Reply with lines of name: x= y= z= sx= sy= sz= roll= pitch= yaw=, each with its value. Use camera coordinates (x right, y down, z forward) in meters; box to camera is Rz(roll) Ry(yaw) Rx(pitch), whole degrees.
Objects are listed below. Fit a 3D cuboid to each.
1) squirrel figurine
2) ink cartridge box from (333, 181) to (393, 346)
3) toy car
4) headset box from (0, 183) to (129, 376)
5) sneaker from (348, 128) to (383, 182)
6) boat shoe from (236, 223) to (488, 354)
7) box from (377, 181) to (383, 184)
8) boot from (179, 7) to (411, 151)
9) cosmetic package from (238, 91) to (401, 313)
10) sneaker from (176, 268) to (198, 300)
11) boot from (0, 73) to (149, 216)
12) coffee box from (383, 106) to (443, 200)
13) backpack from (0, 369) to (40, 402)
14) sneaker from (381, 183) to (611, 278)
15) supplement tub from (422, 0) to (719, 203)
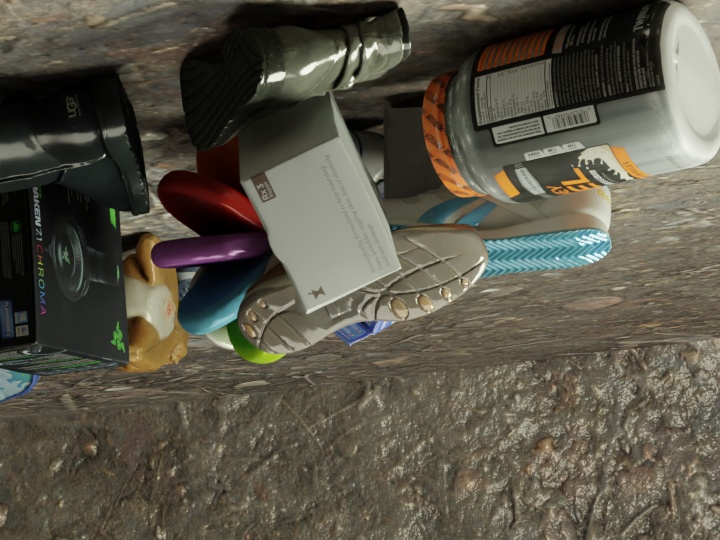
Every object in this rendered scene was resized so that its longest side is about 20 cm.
squirrel figurine: x=-0.288 y=0.047 z=2.136 sx=0.187 sy=0.142 sz=0.200 roll=0 pitch=165 yaw=14
ink cartridge box: x=0.015 y=-0.013 z=1.823 sx=0.200 sy=0.119 sz=0.042 roll=-31 pitch=154 yaw=-43
toy car: x=-0.101 y=-0.025 z=1.642 sx=0.150 sy=0.200 sz=0.175 roll=8 pitch=171 yaw=-37
headset box: x=-0.280 y=-0.004 z=1.720 sx=0.093 sy=0.174 sz=0.200 roll=-8 pitch=169 yaw=16
sneaker: x=-0.039 y=-0.073 z=1.759 sx=0.071 sy=0.073 sz=0.200 roll=4 pitch=167 yaw=-31
boat shoe: x=0.000 y=0.000 z=1.528 sx=0.200 sy=0.076 sz=0.072 roll=-15 pitch=-153 yaw=12
box: x=0.096 y=-0.057 z=2.004 sx=0.158 sy=0.050 sz=0.200 roll=-9 pitch=170 yaw=18
boot: x=-0.046 y=-0.136 z=1.431 sx=0.131 sy=0.068 sz=0.200 roll=-11 pitch=177 yaw=-24
cosmetic package: x=-0.033 y=-0.060 z=1.461 sx=0.081 sy=0.113 sz=0.200 roll=-25 pitch=-161 yaw=3
sneaker: x=-0.188 y=0.024 z=2.212 sx=0.070 sy=0.082 sz=0.200 roll=-2 pitch=170 yaw=-20
boot: x=-0.254 y=-0.087 z=1.531 sx=0.168 sy=0.076 sz=0.200 roll=-9 pitch=164 yaw=-1
coffee box: x=0.072 y=-0.067 z=1.703 sx=0.080 sy=0.113 sz=0.200 roll=-1 pitch=173 yaw=9
backpack: x=-0.408 y=0.066 z=2.007 sx=0.200 sy=0.147 sz=0.183 roll=-20 pitch=122 yaw=40
sneaker: x=0.097 y=-0.045 z=1.564 sx=0.200 sy=0.081 sz=0.077 roll=-2 pitch=151 yaw=12
supplement tub: x=0.154 y=-0.119 z=1.461 sx=0.200 sy=0.123 sz=0.123 roll=-11 pitch=169 yaw=31
